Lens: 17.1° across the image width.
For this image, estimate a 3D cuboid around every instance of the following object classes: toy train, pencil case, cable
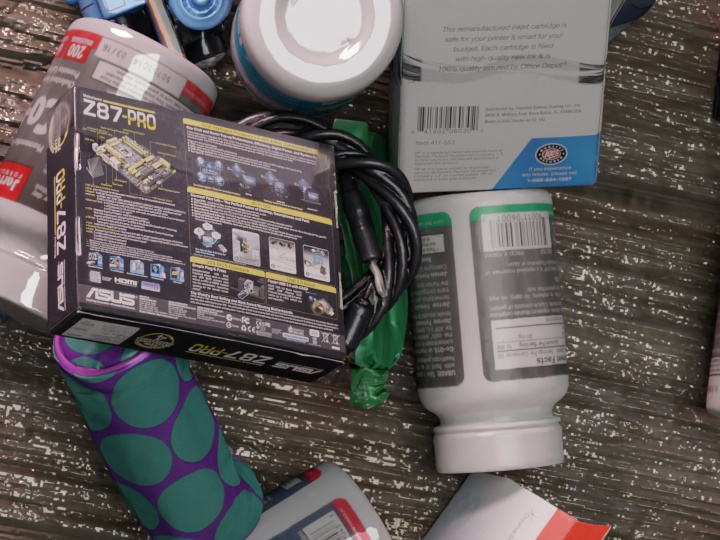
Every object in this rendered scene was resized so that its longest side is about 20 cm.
[{"bbox_3d":[-0.168,-0.231,1.723,0.114,0.087,0.201,-21,94,-5],"label":"toy train"},{"bbox_3d":[-0.135,0.104,1.620,0.093,0.085,0.201,-61,144,-37],"label":"pencil case"},{"bbox_3d":[-0.059,-0.032,1.670,0.200,0.051,0.164,34,94,14],"label":"cable"}]

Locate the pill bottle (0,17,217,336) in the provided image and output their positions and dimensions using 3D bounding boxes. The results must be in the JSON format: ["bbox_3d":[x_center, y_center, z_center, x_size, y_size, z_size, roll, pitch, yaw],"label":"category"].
[{"bbox_3d":[-0.188,-0.060,1.635,0.113,0.114,0.201,27,80,-11],"label":"pill bottle"}]

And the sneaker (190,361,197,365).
[{"bbox_3d":[-0.104,0.024,1.728,0.199,0.072,0.072,-25,91,-16],"label":"sneaker"}]

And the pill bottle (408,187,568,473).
[{"bbox_3d":[0.093,0.044,1.755,0.112,0.113,0.201,-4,88,-14],"label":"pill bottle"}]

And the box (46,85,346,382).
[{"bbox_3d":[-0.106,-0.022,1.556,0.199,0.049,0.162,11,63,-31],"label":"box"}]

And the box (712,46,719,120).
[{"bbox_3d":[0.360,-0.210,1.837,0.131,0.115,0.201,8,85,-13],"label":"box"}]

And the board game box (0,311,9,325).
[{"bbox_3d":[-0.305,-0.050,1.686,0.200,0.062,0.200,43,79,-8],"label":"board game box"}]

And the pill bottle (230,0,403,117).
[{"bbox_3d":[-0.035,-0.167,1.686,0.110,0.200,0.112,0,89,-6],"label":"pill bottle"}]

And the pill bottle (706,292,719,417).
[{"bbox_3d":[0.329,0.017,1.817,0.113,0.114,0.201,9,84,-14],"label":"pill bottle"}]

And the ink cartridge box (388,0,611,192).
[{"bbox_3d":[0.095,-0.160,1.683,0.146,0.086,0.201,-2,125,-5],"label":"ink cartridge box"}]

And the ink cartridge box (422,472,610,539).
[{"bbox_3d":[0.081,0.224,1.696,0.047,0.200,0.160,40,78,-12],"label":"ink cartridge box"}]

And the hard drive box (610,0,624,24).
[{"bbox_3d":[0.098,-0.272,1.759,0.199,0.077,0.156,12,50,-14],"label":"hard drive box"}]

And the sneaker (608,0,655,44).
[{"bbox_3d":[0.143,-0.163,1.815,0.199,0.070,0.082,-26,121,-19],"label":"sneaker"}]

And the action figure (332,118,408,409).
[{"bbox_3d":[0.000,0.000,1.730,0.054,0.118,0.201,-8,79,24],"label":"action figure"}]

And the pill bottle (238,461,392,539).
[{"bbox_3d":[-0.076,0.234,1.697,0.199,0.120,0.120,-29,94,-14],"label":"pill bottle"}]
